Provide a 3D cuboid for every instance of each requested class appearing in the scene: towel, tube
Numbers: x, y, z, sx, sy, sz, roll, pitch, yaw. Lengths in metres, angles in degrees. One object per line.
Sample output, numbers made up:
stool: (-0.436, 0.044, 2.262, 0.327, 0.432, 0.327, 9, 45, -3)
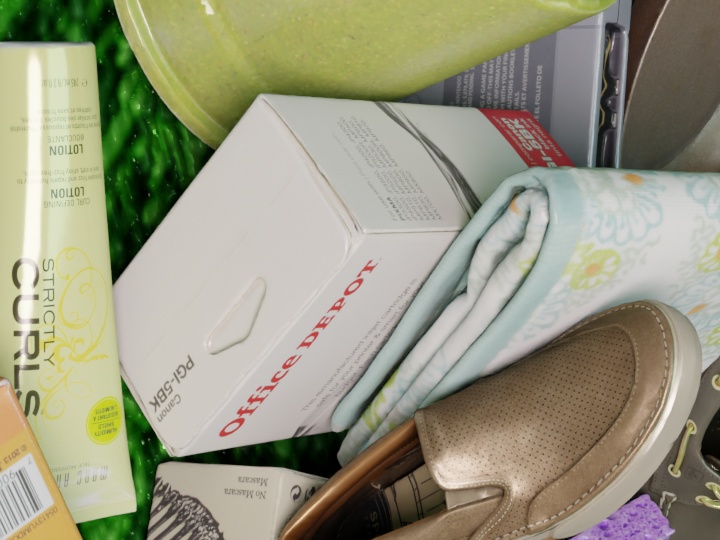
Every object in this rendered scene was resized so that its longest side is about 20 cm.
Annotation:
towel: (0.095, 0.025, 0.805, 0.170, 0.200, 0.048, -3, 55, -37)
tube: (-0.128, 0.008, 0.745, 0.052, 0.057, 0.202, -65, 154, -83)

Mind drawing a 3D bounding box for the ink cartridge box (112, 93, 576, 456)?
ink cartridge box: (0.000, 0.000, 0.819, 0.199, 0.147, 0.083, -2, 51, -52)

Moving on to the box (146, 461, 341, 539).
box: (-0.056, 0.189, 0.803, 0.068, 0.082, 0.202, 22, 70, -50)

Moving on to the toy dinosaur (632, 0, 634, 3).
toy dinosaur: (0.145, -0.147, 1.019, 0.135, 0.200, 0.086, 40, 80, 1)

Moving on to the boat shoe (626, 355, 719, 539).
boat shoe: (0.179, 0.082, 0.908, 0.071, 0.060, 0.203, -8, 126, -23)

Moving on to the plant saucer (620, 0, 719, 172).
plant saucer: (0.188, -0.121, 0.990, 0.200, 0.032, 0.201, -36, 141, -35)

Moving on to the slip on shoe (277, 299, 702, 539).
slip on shoe: (0.048, 0.076, 0.737, 0.060, 0.199, 0.077, 29, 37, -38)

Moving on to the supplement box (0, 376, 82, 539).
supplement box: (-0.137, 0.138, 0.704, 0.069, 0.066, 0.202, -33, 115, -34)

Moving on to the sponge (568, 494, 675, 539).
sponge: (0.064, 0.187, 0.891, 0.199, 0.030, 0.112, -25, 154, -33)

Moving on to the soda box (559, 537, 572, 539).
soda box: (0.059, 0.135, 0.938, 0.199, 0.064, 0.068, -9, 51, -52)

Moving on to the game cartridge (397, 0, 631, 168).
game cartridge: (0.069, -0.063, 0.927, 0.040, 0.132, 0.202, 5, 90, -57)

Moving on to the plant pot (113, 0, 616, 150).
plant pot: (0.017, -0.160, 0.811, 0.200, 0.183, 0.202, 15, 70, -50)
